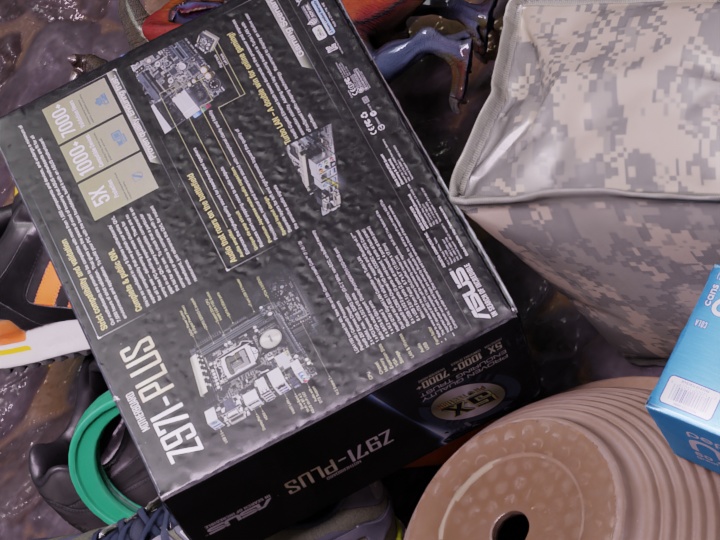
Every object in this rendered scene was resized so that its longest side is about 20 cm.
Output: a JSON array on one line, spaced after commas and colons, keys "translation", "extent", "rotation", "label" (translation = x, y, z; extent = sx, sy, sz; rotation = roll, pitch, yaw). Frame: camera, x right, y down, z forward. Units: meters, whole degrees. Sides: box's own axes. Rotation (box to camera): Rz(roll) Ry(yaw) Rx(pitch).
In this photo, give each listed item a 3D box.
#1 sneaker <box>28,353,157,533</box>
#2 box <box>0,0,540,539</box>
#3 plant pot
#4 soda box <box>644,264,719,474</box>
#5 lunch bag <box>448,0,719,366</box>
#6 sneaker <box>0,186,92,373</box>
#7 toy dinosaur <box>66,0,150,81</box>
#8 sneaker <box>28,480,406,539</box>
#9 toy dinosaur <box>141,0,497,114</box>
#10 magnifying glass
[{"translation": [-0.083, 0.047, 1.151], "extent": [0.076, 0.091, 0.200], "rotation": [23, 77, 47], "label": "sneaker"}, {"translation": [-0.041, -0.005, 1.013], "extent": [0.164, 0.086, 0.200], "rotation": [-28, 63, -3], "label": "box"}, {"translation": [0.085, 0.124, 0.967], "extent": [0.201, 0.093, 0.201], "rotation": [-19, 52, 27], "label": "plant pot"}, {"translation": [0.212, 0.069, 0.875], "extent": [0.200, 0.068, 0.064], "rotation": [23, 77, 24], "label": "soda box"}, {"translation": [0.166, -0.036, 0.955], "extent": [0.200, 0.164, 0.118], "rotation": [2, 65, 39], "label": "lunch bag"}, {"translation": [-0.121, -0.016, 1.112], "extent": [0.200, 0.090, 0.070], "rotation": [-17, 25, 26], "label": "sneaker"}, {"translation": [-0.120, -0.069, 1.284], "extent": [0.102, 0.077, 0.200], "rotation": [5, 60, 27], "label": "toy dinosaur"}, {"translation": [-0.077, 0.118, 1.057], "extent": [0.200, 0.081, 0.074], "rotation": [-11, 37, 1], "label": "sneaker"}, {"translation": [-0.025, -0.134, 1.191], "extent": [0.181, 0.200, 0.105], "rotation": [12, 50, 9], "label": "toy dinosaur"}, {"translation": [-0.037, 0.082, 1.088], "extent": [0.200, 0.080, 0.022], "rotation": [-5, 24, 13], "label": "magnifying glass"}]
